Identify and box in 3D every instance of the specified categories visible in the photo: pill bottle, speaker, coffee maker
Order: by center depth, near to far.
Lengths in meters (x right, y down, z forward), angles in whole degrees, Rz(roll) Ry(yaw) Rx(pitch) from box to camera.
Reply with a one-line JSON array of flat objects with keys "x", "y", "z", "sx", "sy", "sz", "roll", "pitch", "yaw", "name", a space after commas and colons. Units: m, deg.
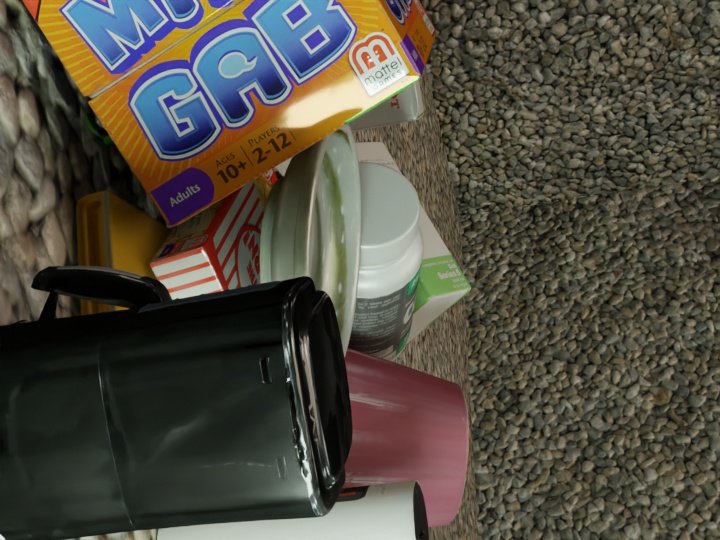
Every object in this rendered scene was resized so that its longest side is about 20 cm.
[{"x": -0.111, "y": 0.086, "z": 0.602, "sx": 0.193, "sy": 0.198, "sz": 0.136, "roll": -81, "pitch": 159, "yaw": -58, "name": "coffee maker"}, {"x": -0.047, "y": 0.207, "z": 0.857, "sx": 0.081, "sy": 0.198, "sz": 0.082, "roll": -8, "pitch": 90, "yaw": -80, "name": "speaker"}, {"x": 0.000, "y": 0.000, "z": 1.073, "sx": 0.201, "sy": 0.112, "sz": 0.114, "roll": 95, "pitch": -5, "yaw": -55, "name": "pill bottle"}]

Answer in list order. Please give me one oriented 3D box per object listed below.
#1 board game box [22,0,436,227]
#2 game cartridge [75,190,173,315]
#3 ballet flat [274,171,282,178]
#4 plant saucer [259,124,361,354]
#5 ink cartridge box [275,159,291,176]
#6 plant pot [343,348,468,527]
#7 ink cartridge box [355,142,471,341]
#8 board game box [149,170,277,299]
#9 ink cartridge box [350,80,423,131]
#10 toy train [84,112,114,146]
[{"x": -0.083, "y": -0.188, "z": 0.807, "sx": 0.201, "sy": 0.199, "sz": 0.200, "roll": 58, "pitch": 15, "yaw": -13, "name": "board game box"}, {"x": -0.138, "y": 0.057, "z": 0.843, "sx": 0.200, "sy": 0.032, "sz": 0.178, "roll": 42, "pitch": 37, "yaw": -63, "name": "game cartridge"}, {"x": -0.110, "y": -0.082, "z": 1.109, "sx": 0.067, "sy": 0.067, "sz": 0.200, "roll": 42, "pitch": -5, "yaw": 4, "name": "ballet flat"}, {"x": -0.040, "y": -0.016, "z": 0.870, "sx": 0.200, "sy": 0.050, "sz": 0.203, "roll": 4, "pitch": 90, "yaw": -79, "name": "plant saucer"}, {"x": -0.090, "y": -0.123, "z": 1.100, "sx": 0.162, "sy": 0.050, "sz": 0.200, "roll": 46, "pitch": 20, "yaw": 1, "name": "ink cartridge box"}, {"x": -0.002, "y": 0.157, "z": 1.037, "sx": 0.200, "sy": 0.177, "sz": 0.203, "roll": -174, "pitch": -90, "yaw": -83, "name": "plant pot"}, {"x": 0.006, "y": -0.020, "z": 1.265, "sx": 0.084, "sy": 0.145, "sz": 0.201, "roll": -10, "pitch": 64, "yaw": -49, "name": "ink cartridge box"}, {"x": -0.089, "y": 0.009, "z": 0.908, "sx": 0.201, "sy": 0.046, "sz": 0.153, "roll": -74, "pitch": 146, "yaw": -61, "name": "board game box"}, {"x": -0.039, "y": -0.218, "z": 1.226, "sx": 0.083, "sy": 0.198, "sz": 0.148, "roll": -51, "pitch": 132, "yaw": -76, "name": "ink cartridge box"}, {"x": -0.158, "y": -0.115, "z": 0.902, "sx": 0.057, "sy": 0.042, "sz": 0.200, "roll": 52, "pitch": 14, "yaw": -4, "name": "toy train"}]
